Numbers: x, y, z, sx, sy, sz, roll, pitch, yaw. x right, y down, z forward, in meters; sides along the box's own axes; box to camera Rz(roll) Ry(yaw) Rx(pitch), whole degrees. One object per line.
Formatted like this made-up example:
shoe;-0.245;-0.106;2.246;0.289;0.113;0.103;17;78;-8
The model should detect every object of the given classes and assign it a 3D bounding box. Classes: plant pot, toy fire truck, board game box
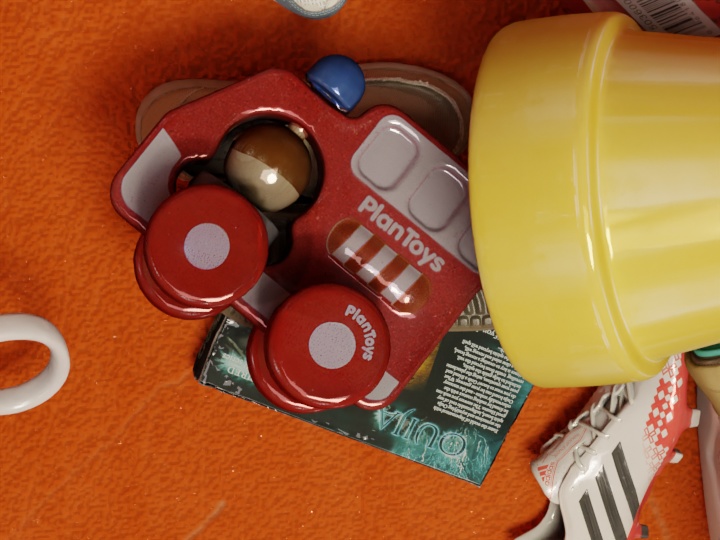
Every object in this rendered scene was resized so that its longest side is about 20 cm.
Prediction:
plant pot;0.177;-0.041;1.123;0.188;0.201;0.201;-4;117;22
toy fire truck;-0.026;-0.024;1.161;0.200;0.112;0.168;40;80;-3
board game box;0.014;0.041;1.309;0.199;0.028;0.136;22;107;-16

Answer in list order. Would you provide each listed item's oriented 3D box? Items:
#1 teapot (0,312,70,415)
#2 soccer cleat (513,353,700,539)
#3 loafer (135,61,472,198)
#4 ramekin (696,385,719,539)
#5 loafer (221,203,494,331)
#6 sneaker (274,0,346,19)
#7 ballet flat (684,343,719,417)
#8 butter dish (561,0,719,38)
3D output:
teapot;-0.291;0.098;1.229;0.146;0.199;0.198;35;71;-56
soccer cleat;0.153;0.111;1.341;0.085;0.069;0.201;7;116;-16
loafer;-0.030;-0.074;1.233;0.199;0.068;0.076;-5;116;-5
ramekin;0.265;0.129;1.297;0.097;0.201;0.201;-6;114;3
loafer;0.000;0.000;1.242;0.199;0.067;0.076;7;103;5
sneaker;-0.054;-0.223;1.156;0.077;0.086;0.201;-20;114;2
ballet flat;0.222;0.021;1.247;0.068;0.200;0.063;-14;118;25
butter dish;0.202;-0.204;1.172;0.200;0.199;0.148;45;57;-29
